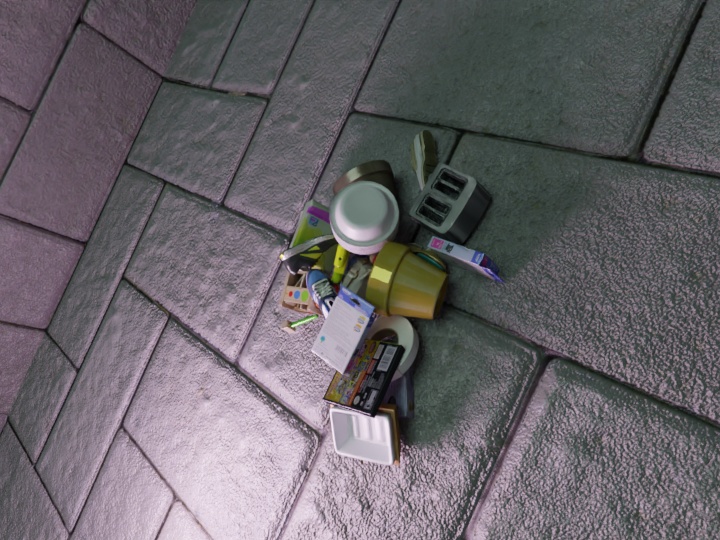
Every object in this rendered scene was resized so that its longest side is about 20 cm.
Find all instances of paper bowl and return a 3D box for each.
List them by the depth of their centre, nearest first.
[{"bbox_3d":[0.010,-0.156,1.439,0.196,0.105,0.205,-2,72,5],"label":"paper bowl"}]

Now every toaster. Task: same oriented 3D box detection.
[{"bbox_3d":[0.253,-0.181,1.452,0.199,0.118,0.183,37,97,39],"label":"toaster"}]

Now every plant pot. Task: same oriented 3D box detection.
[{"bbox_3d":[0.136,0.043,1.416,0.186,0.201,0.204,19,84,17],"label":"plant pot"},{"bbox_3d":[0.036,-0.213,1.598,0.198,0.199,0.176,-31,75,24],"label":"plant pot"}]

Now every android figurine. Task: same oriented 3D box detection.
[{"bbox_3d":[-0.048,-0.065,1.558,0.040,0.182,0.204,15,103,-2],"label":"android figurine"}]

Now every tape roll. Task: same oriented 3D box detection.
[{"bbox_3d":[0.069,0.217,1.433,0.200,0.037,0.205,-23,42,23],"label":"tape roll"}]

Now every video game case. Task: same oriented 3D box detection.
[{"bbox_3d":[0.008,0.278,1.375,0.178,0.026,0.202,3,55,43],"label":"video game case"}]

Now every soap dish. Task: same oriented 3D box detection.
[{"bbox_3d":[0.017,0.426,1.385,0.196,0.081,0.161,1,105,30],"label":"soap dish"}]

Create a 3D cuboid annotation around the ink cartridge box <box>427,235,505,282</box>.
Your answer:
[{"bbox_3d":[0.287,-0.029,1.370,0.198,0.119,0.043,27,88,40],"label":"ink cartridge box"}]

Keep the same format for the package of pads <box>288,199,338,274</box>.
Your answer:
[{"bbox_3d":[-0.133,-0.103,1.655,0.068,0.153,0.203,-10,57,62],"label":"package of pads"}]

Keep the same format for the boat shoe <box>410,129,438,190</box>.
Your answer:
[{"bbox_3d":[0.195,-0.326,1.584,0.068,0.074,0.204,-23,61,50],"label":"boat shoe"}]

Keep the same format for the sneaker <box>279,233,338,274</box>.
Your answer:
[{"bbox_3d":[-0.148,-0.051,1.569,0.086,0.197,0.074,70,162,-7],"label":"sneaker"}]

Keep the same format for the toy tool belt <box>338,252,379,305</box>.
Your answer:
[{"bbox_3d":[0.000,0.000,1.567,0.123,0.123,0.202,52,125,43],"label":"toy tool belt"}]

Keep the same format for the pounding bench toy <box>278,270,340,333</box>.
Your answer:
[{"bbox_3d":[-0.162,0.111,1.650,0.154,0.124,0.204,6,77,37],"label":"pounding bench toy"}]

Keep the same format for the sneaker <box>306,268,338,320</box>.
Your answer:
[{"bbox_3d":[-0.096,0.073,1.500,0.079,0.147,0.203,-23,81,-13],"label":"sneaker"}]

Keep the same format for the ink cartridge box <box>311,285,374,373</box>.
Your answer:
[{"bbox_3d":[-0.041,0.158,1.381,0.118,0.042,0.203,31,102,27],"label":"ink cartridge box"}]

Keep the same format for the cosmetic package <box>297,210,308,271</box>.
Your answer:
[{"bbox_3d":[-0.162,-0.095,1.727,0.087,0.102,0.204,-5,71,57],"label":"cosmetic package"}]

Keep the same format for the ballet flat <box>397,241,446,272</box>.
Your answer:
[{"bbox_3d":[0.175,-0.048,1.500,0.198,0.069,0.063,20,56,37],"label":"ballet flat"}]

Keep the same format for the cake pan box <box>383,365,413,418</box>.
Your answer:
[{"bbox_3d":[0.061,0.318,1.459,0.181,0.052,0.204,-14,66,30],"label":"cake pan box"}]
